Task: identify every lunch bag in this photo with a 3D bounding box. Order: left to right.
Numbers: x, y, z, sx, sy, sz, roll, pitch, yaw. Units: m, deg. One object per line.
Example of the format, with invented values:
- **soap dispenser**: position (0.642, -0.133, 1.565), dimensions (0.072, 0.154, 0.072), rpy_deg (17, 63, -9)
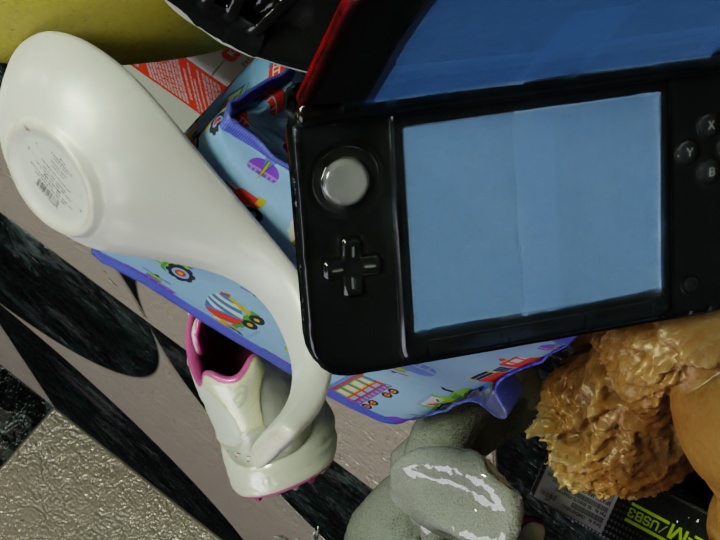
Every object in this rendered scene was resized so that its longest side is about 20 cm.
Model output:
- **lunch bag**: position (0.000, 0.000, 0.758), dimensions (0.200, 0.094, 0.150), rpy_deg (42, 144, -10)

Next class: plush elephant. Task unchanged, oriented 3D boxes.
- **plush elephant**: position (0.065, 0.151, 0.836), dimensions (0.154, 0.199, 0.166), rpy_deg (16, 115, 54)

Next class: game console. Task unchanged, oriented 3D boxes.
- **game console**: position (0.081, -0.040, 0.620), dimensions (0.119, 0.198, 0.174), rpy_deg (-138, 41, -67)

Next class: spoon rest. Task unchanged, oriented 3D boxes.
- **spoon rest**: position (-0.080, -0.015, 0.688), dimensions (0.200, 0.061, 0.099), rpy_deg (51, 142, 4)

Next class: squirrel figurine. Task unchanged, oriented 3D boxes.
- **squirrel figurine**: position (0.186, 0.080, 0.786), dimensions (0.199, 0.142, 0.187), rpy_deg (28, 160, 16)

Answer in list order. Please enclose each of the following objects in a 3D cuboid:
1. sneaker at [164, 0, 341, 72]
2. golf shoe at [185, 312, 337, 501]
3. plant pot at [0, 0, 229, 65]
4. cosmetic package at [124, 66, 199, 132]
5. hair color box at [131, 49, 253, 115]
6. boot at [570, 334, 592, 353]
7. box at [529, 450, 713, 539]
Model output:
- **sneaker**: position (-0.068, -0.117, 0.601), dimensions (0.199, 0.073, 0.112), rpy_deg (35, -155, -21)
- **golf shoe**: position (-0.062, 0.034, 0.913), dimensions (0.200, 0.075, 0.092), rpy_deg (-112, -3, -55)
- **plant pot**: position (-0.124, -0.169, 0.720), dimensions (0.200, 0.141, 0.201), rpy_deg (49, 159, 27)
- **cosmetic package**: position (-0.073, -0.092, 1.001), dimensions (0.200, 0.108, 0.085), rpy_deg (43, 163, -12)
- **hair color box**: position (-0.031, -0.117, 0.847), dimensions (0.199, 0.111, 0.064), rpy_deg (37, 161, 15)
- **boot**: position (0.130, 0.016, 0.920), dimensions (0.144, 0.071, 0.202), rpy_deg (42, 161, 17)
- **box**: position (0.227, 0.166, 0.967), dimensions (0.199, 0.048, 0.193), rpy_deg (26, -179, 37)
